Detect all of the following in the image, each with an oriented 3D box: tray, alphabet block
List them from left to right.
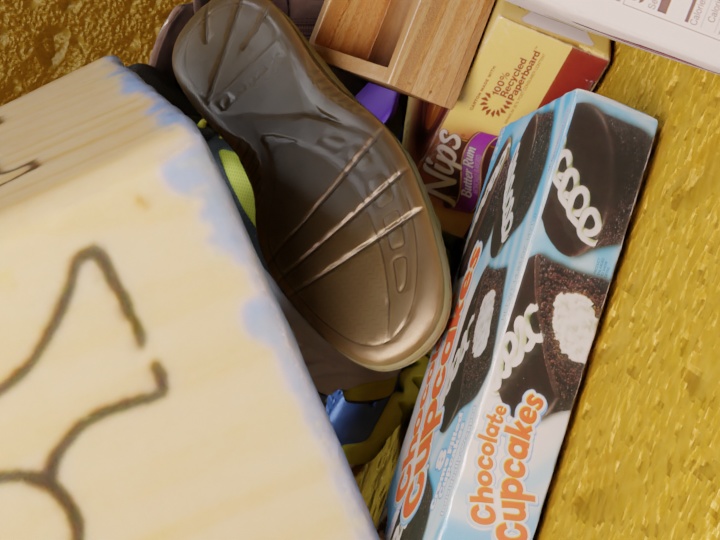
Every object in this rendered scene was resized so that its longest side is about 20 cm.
[{"bbox_3d":[-0.133,0.053,0.939,0.197,0.199,0.196,67,171,-17],"label":"alphabet block"},{"bbox_3d":[0.044,-0.173,1.001,0.099,0.037,0.202,28,98,65],"label":"tray"}]

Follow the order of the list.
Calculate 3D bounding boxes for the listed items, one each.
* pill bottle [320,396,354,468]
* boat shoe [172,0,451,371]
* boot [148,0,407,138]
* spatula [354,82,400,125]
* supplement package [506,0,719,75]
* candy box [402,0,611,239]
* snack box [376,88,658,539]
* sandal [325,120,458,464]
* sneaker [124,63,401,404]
[{"bbox_3d":[-0.082,0.023,1.218,0.116,0.198,0.117,-162,90,-81],"label":"pill bottle"},{"bbox_3d":[-0.013,-0.034,0.983,0.073,0.063,0.201,-41,53,7],"label":"boat shoe"},{"bbox_3d":[-0.042,-0.094,1.182,0.070,0.145,0.201,39,129,34],"label":"boot"},{"bbox_3d":[0.026,-0.119,1.071,0.057,0.020,0.201,-87,22,-56],"label":"spatula"},{"bbox_3d":[0.101,-0.151,0.769,0.200,0.110,0.157,-121,51,-79],"label":"supplement package"},{"bbox_3d":[0.068,-0.120,1.071,0.201,0.056,0.117,-83,17,-48],"label":"candy box"},{"bbox_3d":[0.052,0.038,0.900,0.116,0.037,0.202,159,129,-79],"label":"snack box"},{"bbox_3d":[0.000,0.000,1.142,0.080,0.086,0.201,125,160,-54],"label":"sandal"},{"bbox_3d":[-0.036,-0.034,1.072,0.085,0.200,0.074,-53,-20,23],"label":"sneaker"}]
